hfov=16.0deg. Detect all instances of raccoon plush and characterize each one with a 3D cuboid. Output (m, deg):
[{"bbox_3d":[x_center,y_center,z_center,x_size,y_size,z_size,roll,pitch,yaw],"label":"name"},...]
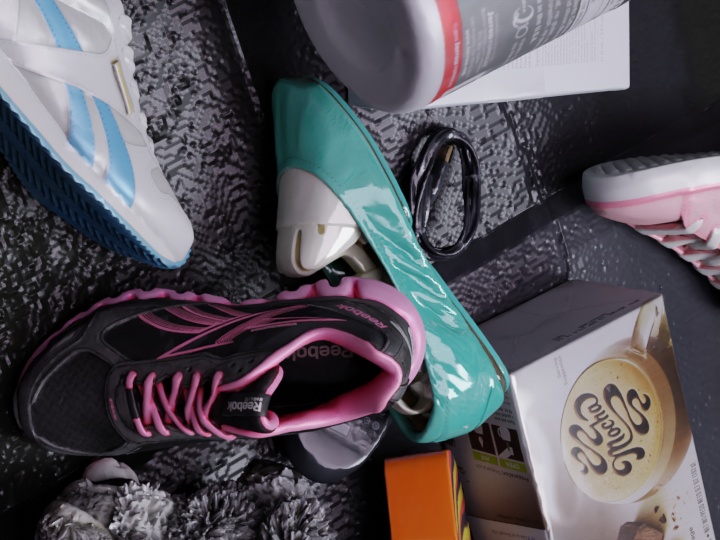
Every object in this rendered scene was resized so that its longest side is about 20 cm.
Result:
[{"bbox_3d":[-0.072,0.163,1.207,0.134,0.200,0.097,-8,130,-34],"label":"raccoon plush"}]

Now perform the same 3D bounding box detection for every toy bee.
[{"bbox_3d":[0.037,0.201,1.325,0.109,0.130,0.201,68,36,-59],"label":"toy bee"}]

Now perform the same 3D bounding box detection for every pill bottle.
[{"bbox_3d":[0.074,-0.164,1.229,0.200,0.114,0.114,-29,112,-26],"label":"pill bottle"}]

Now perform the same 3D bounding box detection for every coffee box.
[{"bbox_3d":[0.118,0.120,1.382,0.113,0.080,0.201,-24,110,-31],"label":"coffee box"}]

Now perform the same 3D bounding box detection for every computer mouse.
[{"bbox_3d":[0.011,0.017,1.328,0.059,0.034,0.200,31,74,-16],"label":"computer mouse"}]

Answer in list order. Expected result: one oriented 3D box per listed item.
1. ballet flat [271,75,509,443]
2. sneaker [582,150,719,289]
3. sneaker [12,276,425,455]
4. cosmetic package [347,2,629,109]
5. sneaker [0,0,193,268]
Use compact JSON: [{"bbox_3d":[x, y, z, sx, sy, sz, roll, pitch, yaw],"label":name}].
[{"bbox_3d":[0.000,0.000,1.269,0.070,0.067,0.200,-37,100,-31],"label":"ballet flat"},{"bbox_3d":[0.208,-0.016,1.425,0.200,0.075,0.105,-5,95,-38],"label":"sneaker"},{"bbox_3d":[-0.067,0.052,1.203,0.199,0.095,0.079,-11,107,1],"label":"sneaker"},{"bbox_3d":[0.065,-0.188,1.316,0.150,0.052,0.201,-8,102,-34],"label":"cosmetic package"},{"bbox_3d":[-0.131,-0.082,1.185,0.081,0.076,0.200,-49,122,-21],"label":"sneaker"}]
